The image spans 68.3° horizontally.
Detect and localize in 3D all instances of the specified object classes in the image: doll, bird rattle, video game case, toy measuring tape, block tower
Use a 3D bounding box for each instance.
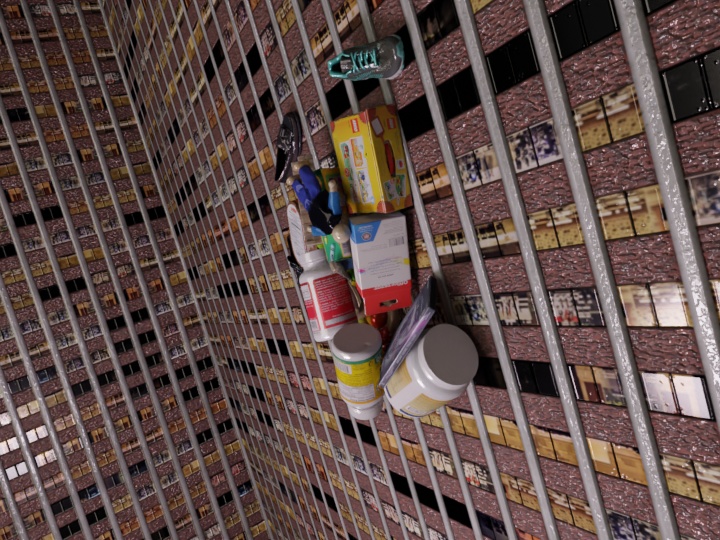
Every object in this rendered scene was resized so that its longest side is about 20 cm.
[{"bbox_3d":[-0.083,-0.140,1.121,0.202,0.048,0.137,56,132,21],"label":"doll"},{"bbox_3d":[0.039,0.132,1.263,0.199,0.111,0.167,15,99,56],"label":"bird rattle"},{"bbox_3d":[0.096,0.122,1.070,0.019,0.143,0.202,29,114,-4],"label":"video game case"},{"bbox_3d":[0.000,0.000,1.211,0.074,0.073,0.199,53,-170,27],"label":"toy measuring tape"},{"bbox_3d":[-0.117,-0.157,1.226,0.058,0.053,0.205,120,139,-84],"label":"block tower"}]

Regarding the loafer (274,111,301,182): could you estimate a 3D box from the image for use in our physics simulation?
[{"bbox_3d":[-0.201,-0.326,1.437,0.072,0.062,0.203,45,141,37],"label":"loafer"}]

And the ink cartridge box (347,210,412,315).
[{"bbox_3d":[0.044,-0.017,1.136,0.067,0.114,0.204,-126,27,-67],"label":"ink cartridge box"}]

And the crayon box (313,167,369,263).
[{"bbox_3d":[-0.040,-0.129,1.201,0.058,0.118,0.204,-16,89,44],"label":"crayon box"}]

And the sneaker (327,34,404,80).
[{"bbox_3d":[0.006,-0.397,1.018,0.199,0.090,0.079,12,118,57],"label":"sneaker"}]

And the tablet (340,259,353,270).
[{"bbox_3d":[-0.017,-0.069,1.326,0.132,0.013,0.201,60,150,19],"label":"tablet"}]

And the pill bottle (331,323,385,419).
[{"bbox_3d":[0.002,0.229,1.181,0.112,0.111,0.204,32,138,47],"label":"pill bottle"}]

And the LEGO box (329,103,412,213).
[{"bbox_3d":[0.021,-0.226,1.106,0.148,0.076,0.205,9,114,57],"label":"LEGO box"}]

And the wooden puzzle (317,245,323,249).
[{"bbox_3d":[-0.115,-0.132,1.415,0.184,0.037,0.204,37,134,50],"label":"wooden puzzle"}]

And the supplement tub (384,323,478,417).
[{"bbox_3d":[0.141,0.206,1.087,0.146,0.142,0.201,60,149,17],"label":"supplement tub"}]

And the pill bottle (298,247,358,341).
[{"bbox_3d":[-0.079,0.053,1.235,0.112,0.110,0.204,-15,90,60],"label":"pill bottle"}]

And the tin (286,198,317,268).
[{"bbox_3d":[-0.160,-0.097,1.458,0.111,0.041,0.204,32,135,49],"label":"tin"}]

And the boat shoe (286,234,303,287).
[{"bbox_3d":[-0.188,-0.029,1.590,0.074,0.061,0.204,35,136,43],"label":"boat shoe"}]

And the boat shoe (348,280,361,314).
[{"bbox_3d":[-0.035,0.114,1.402,0.072,0.071,0.204,-8,100,60],"label":"boat shoe"}]
